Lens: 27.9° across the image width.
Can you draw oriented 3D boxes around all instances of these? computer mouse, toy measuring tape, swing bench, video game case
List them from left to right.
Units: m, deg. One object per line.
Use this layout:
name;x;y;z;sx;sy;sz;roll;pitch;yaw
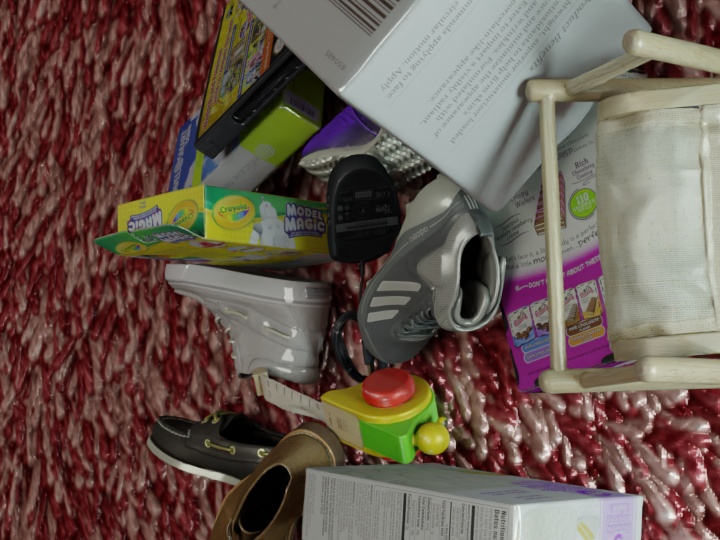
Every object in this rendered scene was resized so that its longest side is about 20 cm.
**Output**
video game case;-0.067;-0.212;1.211;0.181;0.025;0.200;-39;31;35
computer mouse;0.000;0.000;1.157;0.034;0.058;0.200;-122;29;-63
toy measuring tape;0.000;0.104;1.159;0.200;0.073;0.074;18;100;43
swing bench;0.219;-0.028;0.880;0.130;0.200;0.199;163;107;-67

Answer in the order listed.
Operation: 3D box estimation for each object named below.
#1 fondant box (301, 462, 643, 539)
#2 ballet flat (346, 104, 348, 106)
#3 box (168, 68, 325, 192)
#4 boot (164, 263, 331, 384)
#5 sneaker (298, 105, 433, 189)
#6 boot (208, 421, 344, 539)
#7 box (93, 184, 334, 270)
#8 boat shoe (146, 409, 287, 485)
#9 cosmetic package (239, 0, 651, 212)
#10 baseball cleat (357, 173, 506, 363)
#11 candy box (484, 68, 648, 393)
fondant box;0.077;0.176;1.027;0.200;0.144;0.058;3;88;45
ballet flat;0.017;-0.221;1.168;0.069;0.069;0.200;44;118;37
box;-0.106;-0.117;1.267;0.200;0.048;0.122;-39;34;37
boot;-0.107;0.047;1.270;0.200;0.073;0.096;10;95;48
sneaker;0.027;-0.125;1.158;0.200;0.069;0.100;-17;52;55
boot;-0.089;0.206;1.170;0.074;0.075;0.200;40;125;12
box;-0.107;-0.033;1.185;0.117;0.200;0.048;-9;82;44
boat shoe;-0.106;0.154;1.265;0.201;0.072;0.061;15;101;36
cosmetic package;0.049;-0.175;0.945;0.165;0.200;0.165;-49;52;7
baseball cleat;0.049;0.024;1.069;0.200;0.070;0.107;105;152;-46
candy box;0.157;-0.027;1.019;0.136;0.061;0.200;-25;71;42
